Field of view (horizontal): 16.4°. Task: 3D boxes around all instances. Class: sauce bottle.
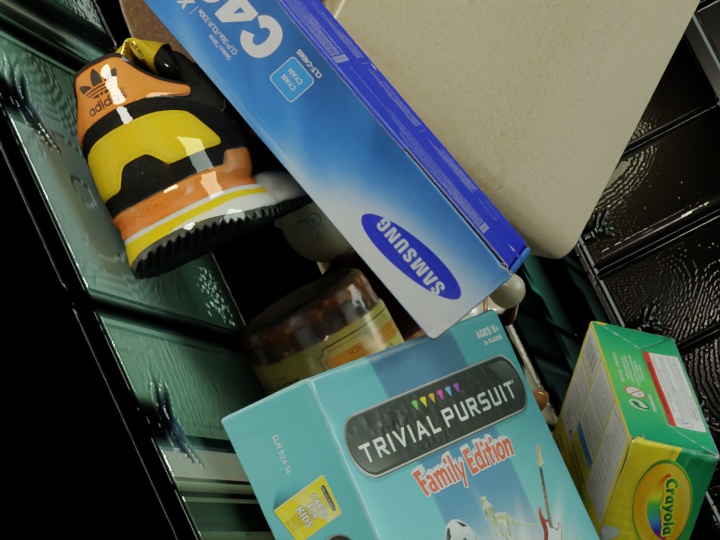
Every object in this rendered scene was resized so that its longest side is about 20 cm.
[{"bbox_3d":[0.021,0.098,1.072,0.200,0.066,0.066,60,9,-9],"label":"sauce bottle"}]

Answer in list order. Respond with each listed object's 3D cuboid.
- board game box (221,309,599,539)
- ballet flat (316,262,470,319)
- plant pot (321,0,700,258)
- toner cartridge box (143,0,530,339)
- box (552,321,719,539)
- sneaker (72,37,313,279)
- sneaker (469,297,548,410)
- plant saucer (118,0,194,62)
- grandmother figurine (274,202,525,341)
[{"bbox_3d":[0.043,0.126,0.974,0.151,0.047,0.200,-18,83,-58],"label":"board game box"},{"bbox_3d":[0.000,0.000,1.302,0.062,0.067,0.200,15,39,-52],"label":"ballet flat"},{"bbox_3d":[0.044,-0.143,1.387,0.177,0.200,0.200,32,-10,-28],"label":"plant pot"},{"bbox_3d":[-0.015,-0.066,0.989,0.200,0.043,0.095,50,11,1],"label":"toner cartridge box"},{"bbox_3d":[0.106,0.139,1.156,0.117,0.048,0.200,-98,-156,-63],"label":"box"},{"bbox_3d":[-0.066,-0.055,1.007,0.090,0.070,0.200,64,10,-2],"label":"sneaker"},{"bbox_3d":[0.039,0.007,1.389,0.200,0.085,0.073,60,9,8],"label":"sneaker"},{"bbox_3d":[-0.067,-0.153,1.216,0.200,0.034,0.201,-13,90,-69],"label":"plant saucer"},{"bbox_3d":[0.020,0.029,1.120,0.200,0.121,0.061,57,18,1],"label":"grandmother figurine"}]
